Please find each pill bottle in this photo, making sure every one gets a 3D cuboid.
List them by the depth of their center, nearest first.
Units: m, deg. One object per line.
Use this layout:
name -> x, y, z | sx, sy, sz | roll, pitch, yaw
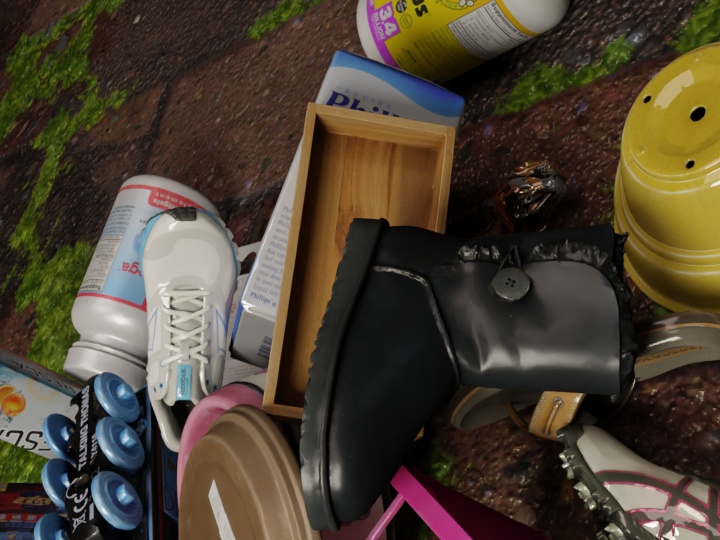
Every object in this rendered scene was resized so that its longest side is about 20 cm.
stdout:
pill bottle -> 0.100, -0.228, 0.895 | 0.199, 0.104, 0.105 | -22, 49, 36
pill bottle -> -0.214, 0.017, 1.060 | 0.108, 0.109, 0.201 | -5, 61, 45

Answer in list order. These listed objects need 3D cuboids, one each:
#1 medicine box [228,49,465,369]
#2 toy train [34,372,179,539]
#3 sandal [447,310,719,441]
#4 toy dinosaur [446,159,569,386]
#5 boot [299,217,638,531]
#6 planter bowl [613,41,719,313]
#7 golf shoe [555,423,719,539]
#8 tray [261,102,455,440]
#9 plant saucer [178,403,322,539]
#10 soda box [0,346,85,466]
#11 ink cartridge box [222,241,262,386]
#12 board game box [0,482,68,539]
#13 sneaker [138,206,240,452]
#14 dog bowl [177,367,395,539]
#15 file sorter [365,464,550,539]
medicine box -> -0.015, -0.027, 0.810 | 0.182, 0.102, 0.201 | 122, 168, -73
toy train -> -0.178, 0.164, 0.826 | 0.087, 0.114, 0.200 | -37, 35, 15
sandal -> 0.140, 0.076, 0.672 | 0.199, 0.082, 0.055 | -19, 69, 29
toy dinosaur -> 0.079, 0.013, 0.780 | 0.136, 0.102, 0.201 | -107, 36, -61
boot -> 0.063, 0.050, 0.587 | 0.167, 0.077, 0.201 | 3, 50, 13
planter bowl -> 0.224, -0.078, 0.668 | 0.200, 0.083, 0.201 | -27, 47, 32
golf shoe -> 0.182, 0.142, 0.583 | 0.088, 0.077, 0.200 | -35, 40, -5
tray -> 0.000, 0.000, 0.691 | 0.037, 0.098, 0.201 | 114, 164, -73
plant saucer -> -0.070, 0.181, 0.649 | 0.200, 0.029, 0.202 | 12, 103, 63
soda box -> -0.304, 0.125, 1.005 | 0.064, 0.200, 0.068 | -57, 39, -1
ink cartridge box -> -0.101, 0.075, 0.946 | 0.162, 0.057, 0.201 | -12, 52, 43
board game box -> -0.228, 0.239, 0.884 | 0.200, 0.198, 0.062 | -132, 48, -74
sneaker -> -0.124, 0.049, 0.793 | 0.087, 0.074, 0.201 | -101, 13, -54
dog bowl -> -0.060, 0.163, 0.741 | 0.200, 0.073, 0.202 | 11, 103, 57
file sorter -> 0.081, 0.225, 0.565 | 0.126, 0.139, 0.200 | -55, 37, 4
